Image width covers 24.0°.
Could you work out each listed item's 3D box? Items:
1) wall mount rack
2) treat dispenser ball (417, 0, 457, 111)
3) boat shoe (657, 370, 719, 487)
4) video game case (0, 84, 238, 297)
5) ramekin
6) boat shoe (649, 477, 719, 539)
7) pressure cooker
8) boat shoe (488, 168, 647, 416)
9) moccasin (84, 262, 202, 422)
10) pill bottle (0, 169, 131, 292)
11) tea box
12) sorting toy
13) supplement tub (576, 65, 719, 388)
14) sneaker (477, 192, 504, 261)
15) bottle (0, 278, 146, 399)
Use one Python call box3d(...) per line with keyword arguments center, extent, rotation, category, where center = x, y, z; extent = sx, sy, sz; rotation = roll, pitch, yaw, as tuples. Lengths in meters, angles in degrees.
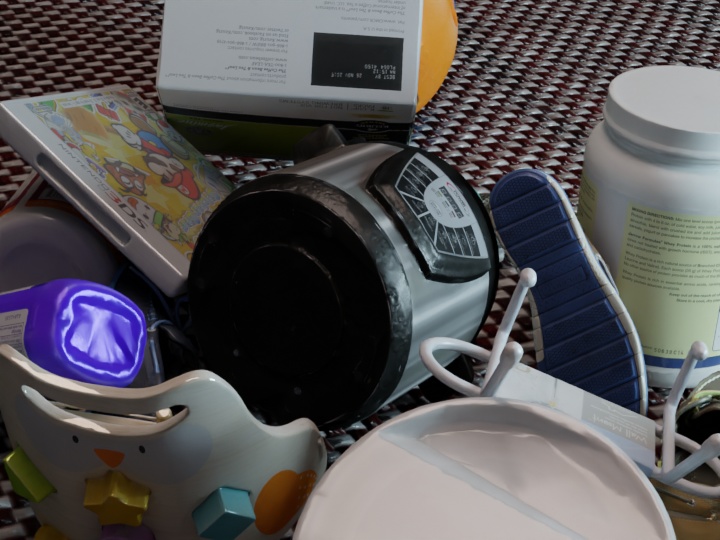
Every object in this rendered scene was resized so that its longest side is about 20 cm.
box3d(center=(0.131, 0.067, 0.949), extent=(0.198, 0.075, 0.174), rotation=(23, 20, 2), category="wall mount rack")
box3d(center=(-0.010, -0.224, 1.560), extent=(0.198, 0.203, 0.201), rotation=(3, 28, -1), category="treat dispenser ball")
box3d(center=(0.232, 0.116, 1.108), extent=(0.071, 0.061, 0.202), rotation=(12, 29, 15), category="boat shoe")
box3d(center=(-0.155, -0.064, 1.234), extent=(0.182, 0.023, 0.200), rotation=(43, 19, 8), category="video game case")
box3d(center=(0.064, 0.175, 0.883), extent=(0.200, 0.095, 0.204), rotation=(-3, 55, 4), category="ramekin")
box3d(center=(0.170, 0.154, 0.978), extent=(0.198, 0.072, 0.076), rotation=(24, 11, 3), category="boat shoe")
box3d(center=(-0.002, 0.001, 1.164), extent=(0.177, 0.178, 0.199), rotation=(18, 21, 26), category="pressure cooker")
box3d(center=(0.152, 0.024, 1.174), extent=(0.072, 0.202, 0.072), rotation=(-19, -5, 17), category="boat shoe")
box3d(center=(-0.139, 0.069, 1.148), extent=(0.067, 0.081, 0.201), rotation=(-6, 41, 4), category="moccasin")
box3d(center=(-0.210, -0.036, 1.288), extent=(0.108, 0.111, 0.201), rotation=(7, 28, 7), category="pill bottle")
box3d(center=(-0.053, -0.172, 1.354), extent=(0.197, 0.135, 0.197), rotation=(4, -12, -2), category="tea box")
box3d(center=(-0.130, 0.097, 0.956), extent=(0.197, 0.181, 0.108), rotation=(7, 57, 9), category="sorting toy")
box3d(center=(0.228, -0.033, 1.235), extent=(0.143, 0.202, 0.145), rotation=(3, 28, -2), category="supplement tub")
box3d(center=(0.055, -0.054, 1.372), extent=(0.198, 0.092, 0.078), rotation=(-4, 30, -15), category="sneaker")
box3d(center=(-0.225, 0.051, 1.098), extent=(0.199, 0.066, 0.083), rotation=(-10, -25, 44), category="bottle")
